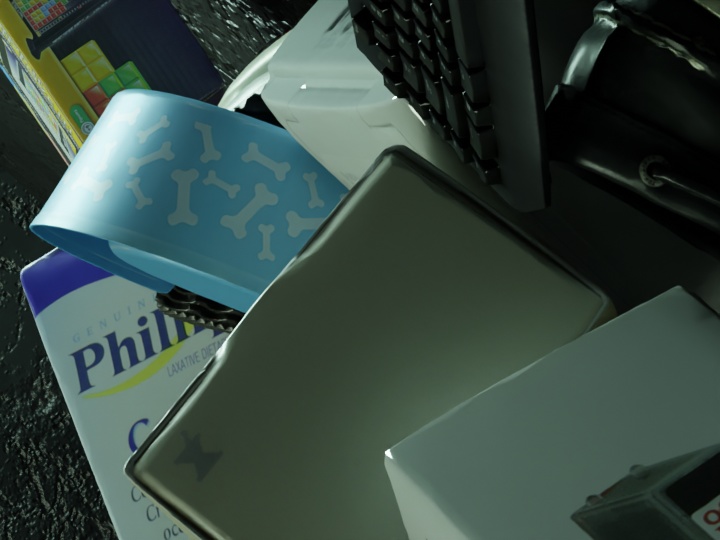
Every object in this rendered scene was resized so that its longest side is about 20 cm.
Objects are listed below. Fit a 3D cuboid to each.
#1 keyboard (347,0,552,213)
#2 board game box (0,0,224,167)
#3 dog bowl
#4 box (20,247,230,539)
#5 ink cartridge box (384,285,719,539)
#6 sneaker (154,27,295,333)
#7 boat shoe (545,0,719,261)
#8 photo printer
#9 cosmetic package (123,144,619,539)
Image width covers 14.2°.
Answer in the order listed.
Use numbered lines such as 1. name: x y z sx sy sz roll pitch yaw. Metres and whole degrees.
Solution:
1. keyboard: -0.005 -0.105 0.588 0.127 0.021 0.200 54 166 33
2. board game box: -0.126 -0.120 1.060 0.200 0.057 0.165 55 172 3
3. dog bowl: 0.000 0.000 0.878 0.200 0.050 0.111 23 173 -22
4. box: -0.017 0.074 1.131 0.200 0.105 0.184 67 -163 15
5. ink cartridge box: 0.097 0.117 0.584 0.200 0.083 0.147 43 156 52
6. sneaker: -0.019 -0.054 0.967 0.070 0.094 0.200 15 151 -11
7. boat shoe: 0.118 0.015 0.655 0.199 0.066 0.074 44 174 -14
8. photo printer: 0.076 -0.003 0.768 0.200 0.069 0.166 43 173 -13
9. cosmetic package: 0.027 0.063 0.733 0.071 0.105 0.200 36 172 26
